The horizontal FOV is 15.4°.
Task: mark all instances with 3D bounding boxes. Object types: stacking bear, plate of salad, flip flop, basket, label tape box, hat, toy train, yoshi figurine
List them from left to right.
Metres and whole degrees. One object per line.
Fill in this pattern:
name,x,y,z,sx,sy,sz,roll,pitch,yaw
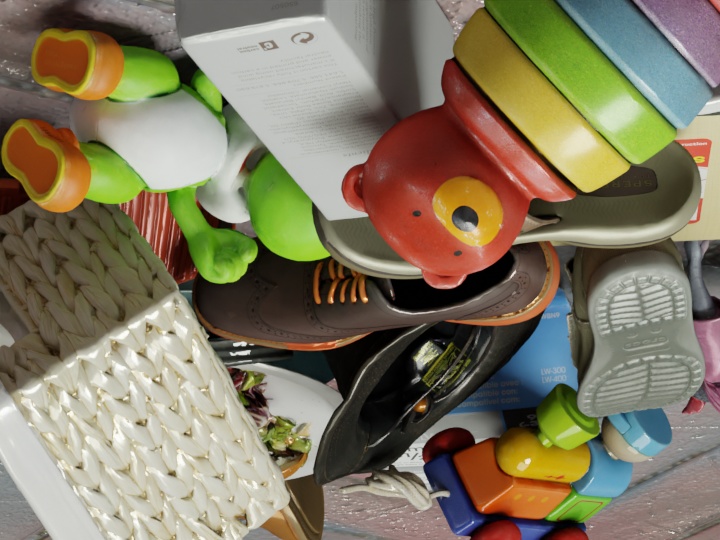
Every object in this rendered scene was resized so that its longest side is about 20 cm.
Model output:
basket,-0.137,0.066,1.399,0.123,0.136,0.200,-32,135,-9
plate of salad,-0.097,0.103,1.655,0.200,0.048,0.200,3,154,1
yoshi figurine,-0.071,-0.055,1.334,0.200,0.112,0.112,14,144,-45
hat,0.022,0.036,1.549,0.201,0.081,0.201,-38,163,-14
label tape box,0.070,0.077,1.693,0.143,0.066,0.200,-5,158,7
flip flop,0.075,-0.043,1.323,0.200,0.081,0.058,-2,161,-8
toy train,0.091,0.110,1.579,0.116,0.085,0.200,-42,148,27
stacking bear,0.085,-0.078,1.172,0.200,0.114,0.121,-43,114,7

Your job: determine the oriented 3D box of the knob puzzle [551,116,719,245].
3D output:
knob puzzle,0.120,-0.067,1.408,0.219,0.030,0.220,-1,157,0

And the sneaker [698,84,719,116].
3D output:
sneaker,0.189,-0.089,1.309,0.200,0.071,0.099,-7,151,2

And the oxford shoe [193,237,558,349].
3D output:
oxford shoe,0.000,0.000,1.410,0.200,0.071,0.073,-8,172,15

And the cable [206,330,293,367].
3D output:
cable,-0.138,0.040,1.524,0.200,0.050,0.097,-8,179,-2

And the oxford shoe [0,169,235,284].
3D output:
oxford shoe,-0.164,-0.031,1.456,0.200,0.071,0.073,3,-165,-32

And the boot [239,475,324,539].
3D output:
boot,-0.121,0.139,1.821,0.155,0.074,0.200,-13,142,22

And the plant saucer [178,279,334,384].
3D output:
plant saucer,-0.107,0.036,1.621,0.201,0.039,0.201,-1,156,-1

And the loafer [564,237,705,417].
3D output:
loafer,0.152,0.021,1.490,0.075,0.070,0.200,-8,153,-2

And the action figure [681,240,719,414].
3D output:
action figure,0.255,0.040,1.535,0.134,0.149,0.200,10,141,-39

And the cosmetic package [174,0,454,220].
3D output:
cosmetic package,-0.016,-0.108,1.222,0.074,0.102,0.200,-8,154,16
